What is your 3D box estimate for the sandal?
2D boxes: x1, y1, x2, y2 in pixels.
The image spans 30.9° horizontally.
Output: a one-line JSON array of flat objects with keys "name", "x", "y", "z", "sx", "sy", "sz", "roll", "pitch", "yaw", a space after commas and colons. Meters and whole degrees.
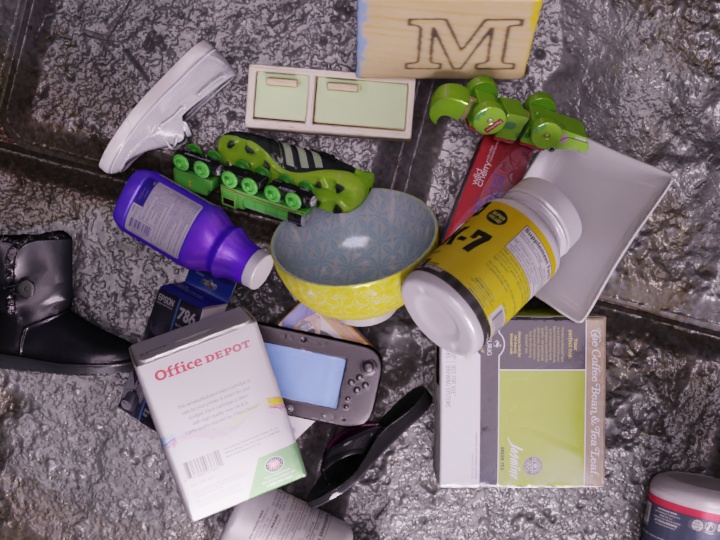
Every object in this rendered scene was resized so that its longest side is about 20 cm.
[{"name": "sandal", "x": 0.001, "y": 0.205, "z": 1.577, "sx": 0.200, "sy": 0.075, "sz": 0.048, "roll": -44, "pitch": 102, "yaw": -13}]

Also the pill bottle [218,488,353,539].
[{"name": "pill bottle", "x": -0.069, "y": 0.341, "z": 1.566, "sx": 0.199, "sy": 0.114, "sz": 0.115, "roll": 27, "pitch": 92, "yaw": -1}]

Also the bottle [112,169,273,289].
[{"name": "bottle", "x": -0.196, "y": -0.044, "z": 1.547, "sx": 0.200, "sy": 0.065, "sz": 0.084, "roll": 29, "pitch": 96, "yaw": 17}]

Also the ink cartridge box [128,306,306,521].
[{"name": "ink cartridge box", "x": -0.164, "y": 0.161, "z": 1.493, "sx": 0.145, "sy": 0.087, "sz": 0.201, "roll": -21, "pitch": 107, "yaw": -12}]

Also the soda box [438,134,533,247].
[{"name": "soda box", "x": 0.139, "y": -0.060, "z": 1.559, "sx": 0.063, "sy": 0.070, "sz": 0.201, "roll": 21, "pitch": 83, "yaw": -1}]

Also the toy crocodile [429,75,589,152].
[{"name": "toy crocodile", "x": 0.176, "y": -0.175, "z": 1.524, "sx": 0.199, "sy": 0.068, "sz": 0.062, "roll": 12, "pitch": 129, "yaw": -20}]

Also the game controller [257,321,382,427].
[{"name": "game controller", "x": -0.076, "y": 0.123, "z": 1.556, "sx": 0.199, "sy": 0.042, "sz": 0.105, "roll": 12, "pitch": 92, "yaw": 0}]

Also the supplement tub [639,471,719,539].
[{"name": "supplement tub", "x": 0.400, "y": 0.351, "z": 1.557, "sx": 0.140, "sy": 0.140, "sz": 0.201, "roll": 10, "pitch": 92, "yaw": -1}]

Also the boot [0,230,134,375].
[{"name": "boot", "x": -0.355, "y": 0.038, "z": 1.561, "sx": 0.199, "sy": 0.076, "sz": 0.169, "roll": 3, "pitch": 95, "yaw": 14}]

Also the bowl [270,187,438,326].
[{"name": "bowl", "x": 0.000, "y": 0.000, "z": 1.538, "sx": 0.199, "sy": 0.200, "sz": 0.108, "roll": -10, "pitch": 125, "yaw": 0}]

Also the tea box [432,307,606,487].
[{"name": "tea box", "x": 0.186, "y": 0.147, "z": 1.551, "sx": 0.196, "sy": 0.134, "sz": 0.201, "roll": 1, "pitch": 93, "yaw": 0}]

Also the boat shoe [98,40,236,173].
[{"name": "boat shoe", "x": -0.230, "y": -0.184, "z": 1.572, "sx": 0.068, "sy": 0.072, "sz": 0.200, "roll": 42, "pitch": 82, "yaw": -1}]

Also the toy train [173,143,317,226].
[{"name": "toy train", "x": -0.139, "y": -0.098, "z": 1.546, "sx": 0.199, "sy": 0.042, "sz": 0.057, "roll": 20, "pitch": 131, "yaw": 23}]

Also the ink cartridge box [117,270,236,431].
[{"name": "ink cartridge box", "x": -0.222, "y": 0.090, "z": 1.565, "sx": 0.039, "sy": 0.099, "sz": 0.201, "roll": 19, "pitch": 91, "yaw": -44}]

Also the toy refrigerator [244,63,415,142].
[{"name": "toy refrigerator", "x": -0.036, "y": -0.201, "z": 1.567, "sx": 0.199, "sy": 0.070, "sz": 0.076, "roll": 5, "pitch": 93, "yaw": 0}]

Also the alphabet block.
[{"name": "alphabet block", "x": 0.095, "y": -0.342, "z": 1.475, "sx": 0.199, "sy": 0.196, "sz": 0.196, "roll": 1, "pitch": 72, "yaw": 0}]

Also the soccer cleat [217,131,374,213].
[{"name": "soccer cleat", "x": -0.079, "y": -0.122, "z": 1.575, "sx": 0.199, "sy": 0.081, "sz": 0.068, "roll": 22, "pitch": 122, "yaw": 18}]

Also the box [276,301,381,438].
[{"name": "box", "x": -0.085, "y": 0.131, "z": 1.595, "sx": 0.200, "sy": 0.041, "sz": 0.119, "roll": -45, "pitch": 92, "yaw": -1}]

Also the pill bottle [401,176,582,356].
[{"name": "pill bottle", "x": 0.150, "y": -0.008, "z": 1.455, "sx": 0.200, "sy": 0.114, "sz": 0.114, "roll": -42, "pitch": 92, "yaw": -24}]

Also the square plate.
[{"name": "square plate", "x": 0.250, "y": -0.056, "z": 1.538, "sx": 0.028, "sy": 0.200, "sz": 0.199, "roll": 32, "pitch": 91, "yaw": -43}]
